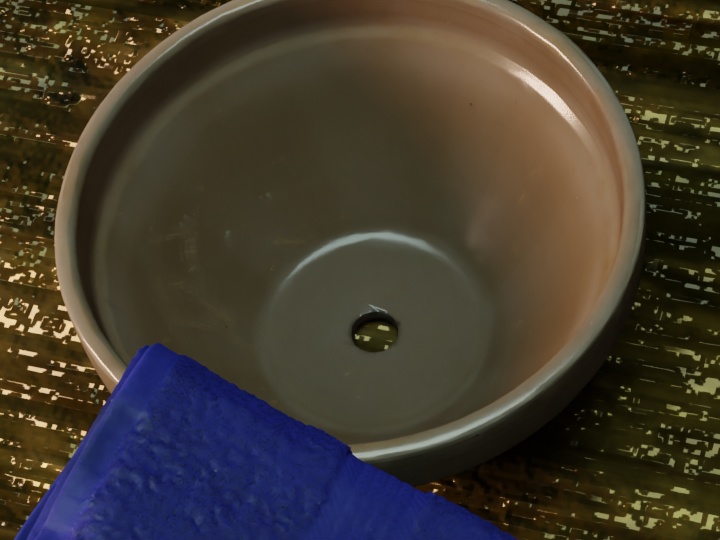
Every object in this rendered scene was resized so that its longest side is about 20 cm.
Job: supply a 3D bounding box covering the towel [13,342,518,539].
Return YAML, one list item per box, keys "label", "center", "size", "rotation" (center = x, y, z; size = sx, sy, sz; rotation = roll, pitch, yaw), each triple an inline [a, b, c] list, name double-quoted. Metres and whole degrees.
- label: "towel"
  center: [-0.011, 0.123, 0.691]
  size: [0.200, 0.050, 0.148]
  rotation: [29, 52, 2]

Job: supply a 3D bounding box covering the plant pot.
- label: "plant pot"
  center: [0.000, 0.000, 0.841]
  size: [0.200, 0.093, 0.201]
  rotation: [-3, 58, 5]
